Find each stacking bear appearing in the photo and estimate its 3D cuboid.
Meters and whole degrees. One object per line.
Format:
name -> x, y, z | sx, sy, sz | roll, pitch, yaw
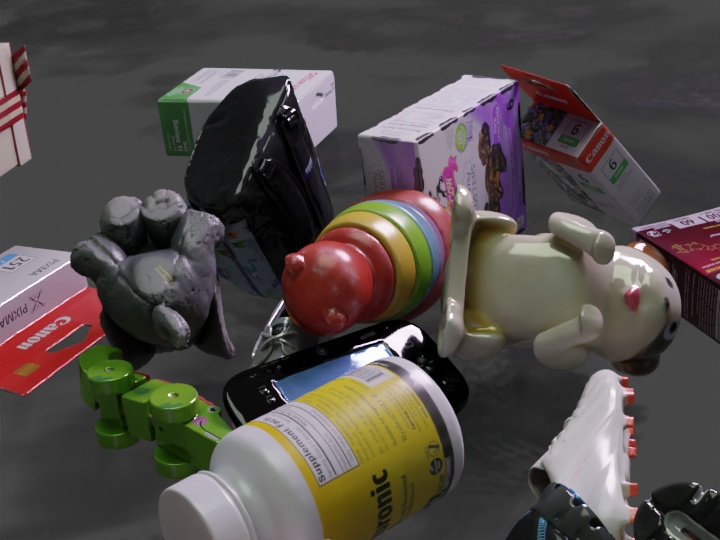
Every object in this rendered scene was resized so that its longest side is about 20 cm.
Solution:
stacking bear -> 0.000, 0.000, 1.074 | 0.113, 0.122, 0.200 | -34, -3, 30

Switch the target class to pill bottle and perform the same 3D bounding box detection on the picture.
pill bottle -> -0.034, 0.145, 0.857 | 0.199, 0.112, 0.111 | -23, 31, -33

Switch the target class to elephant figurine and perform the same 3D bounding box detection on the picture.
elephant figurine -> -0.172, 0.033, 1.125 | 0.141, 0.201, 0.156 | 20, 57, 15

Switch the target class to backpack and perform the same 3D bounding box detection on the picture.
backpack -> -0.095, -0.060, 1.205 | 0.153, 0.200, 0.164 | -3, 54, 31

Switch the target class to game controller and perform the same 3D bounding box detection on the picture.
game controller -> -0.010, 0.099, 0.992 | 0.199, 0.042, 0.105 | -17, 61, -34

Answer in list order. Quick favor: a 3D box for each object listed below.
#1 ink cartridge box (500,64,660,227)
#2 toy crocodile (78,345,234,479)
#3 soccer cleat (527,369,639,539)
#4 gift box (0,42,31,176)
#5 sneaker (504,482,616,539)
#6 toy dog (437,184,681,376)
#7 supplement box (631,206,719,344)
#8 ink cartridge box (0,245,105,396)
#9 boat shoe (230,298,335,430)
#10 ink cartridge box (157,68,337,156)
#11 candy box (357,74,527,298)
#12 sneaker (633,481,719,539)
ink cartridge box -> 0.221, -0.130, 1.310 | 0.051, 0.200, 0.109 | -55, 39, -4
toy crocodile -> -0.163, 0.113, 0.999 | 0.199, 0.068, 0.062 | 17, 32, 39
soccer cleat -> 0.160, 0.134, 0.899 | 0.077, 0.070, 0.200 | -2, 28, 12
gift box -> -0.537, -0.212, 1.614 | 0.183, 0.201, 0.187 | 7, 26, 14
sneaker -> 0.154, 0.217, 0.740 | 0.082, 0.073, 0.200 | -44, 42, -2
toy dog -> 0.167, 0.029, 1.042 | 0.198, 0.194, 0.141 | 6, 69, 3
supplement box -> 0.343, 0.011, 1.130 | 0.108, 0.061, 0.200 | -13, 27, -18
ink cartridge box -> -0.331, 0.042, 1.210 | 0.175, 0.045, 0.200 | 7, 28, 27
boat shoe -> -0.062, 0.071, 1.066 | 0.071, 0.069, 0.200 | 4, 27, 18
ink cartridge box -> -0.146, -0.210, 1.660 | 0.198, 0.084, 0.147 | 4, 26, 20
candy box -> 0.088, -0.085, 1.252 | 0.071, 0.169, 0.200 | 11, 30, 34
sneaker -> 0.252, 0.203, 0.727 | 0.078, 0.090, 0.200 | -44, 57, -6
